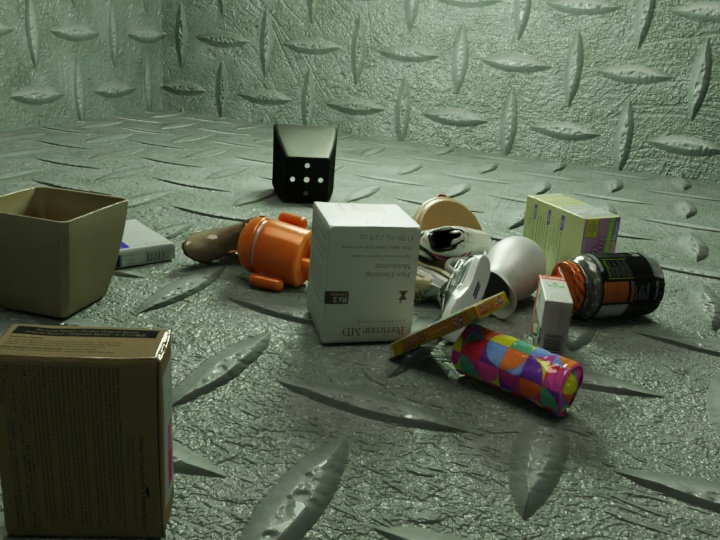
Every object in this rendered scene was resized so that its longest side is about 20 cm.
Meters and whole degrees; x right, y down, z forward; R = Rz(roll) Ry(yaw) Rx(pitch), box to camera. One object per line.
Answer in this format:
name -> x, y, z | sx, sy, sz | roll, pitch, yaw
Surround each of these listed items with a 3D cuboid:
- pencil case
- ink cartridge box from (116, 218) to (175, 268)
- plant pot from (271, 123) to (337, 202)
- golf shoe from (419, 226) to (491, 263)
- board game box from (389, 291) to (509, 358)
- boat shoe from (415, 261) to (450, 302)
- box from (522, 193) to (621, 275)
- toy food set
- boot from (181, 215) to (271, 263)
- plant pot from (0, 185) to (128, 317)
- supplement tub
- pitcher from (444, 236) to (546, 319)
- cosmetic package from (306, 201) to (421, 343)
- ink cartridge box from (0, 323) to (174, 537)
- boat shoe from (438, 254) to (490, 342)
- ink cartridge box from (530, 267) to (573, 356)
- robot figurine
pencil case -> 0.230, 0.144, 1.084 | 0.197, 0.091, 0.087 | 21, 25, 39
ink cartridge box -> -0.530, -0.056, 1.564 | 0.195, 0.045, 0.198 | -12, 27, -39
plant pot -> -0.162, -0.303, 2.160 | 0.194, 0.204, 0.179 | 1, 30, -9
golf shoe -> 0.195, -0.052, 1.473 | 0.195, 0.075, 0.092 | -6, -10, -29
board game box -> 0.133, 0.088, 1.144 | 0.198, 0.031, 0.094 | -33, -10, 41
boat shoe -> 0.121, 0.028, 1.428 | 0.197, 0.076, 0.069 | 29, 63, 27
box -> 0.439, -0.053, 1.551 | 0.094, 0.181, 0.200 | -4, 20, -23
toy food set -> 0.187, -0.064, 1.552 | 0.196, 0.203, 0.048 | -20, -5, -29
boot -> -0.269, -0.075, 1.553 | 0.143, 0.072, 0.199 | -22, -2, 25
plant pot -> -0.539, -0.032, 1.276 | 0.194, 0.182, 0.200 | 8, 18, 12
supplement tub -> 0.474, 0.029, 1.409 | 0.194, 0.126, 0.123 | -1, 19, -18
pitcher -> 0.272, -0.003, 1.449 | 0.169, 0.124, 0.199 | 30, 36, 22
cosmetic package -> 0.000, 0.000, 1.265 | 0.160, 0.206, 0.165 | -1, 18, -13
ink cartridge box -> -0.273, 0.162, 0.734 | 0.160, 0.206, 0.075 | 3, 19, -6
boat shoe -> 0.172, 0.048, 1.309 | 0.066, 0.072, 0.202 | -3, 43, 37
ink cartridge box -> 0.329, 0.072, 1.271 | 0.049, 0.112, 0.200 | 6, 18, 7
robot figurine -> -0.163, -0.040, 1.464 | 0.195, 0.148, 0.116 | 16, 11, 14
